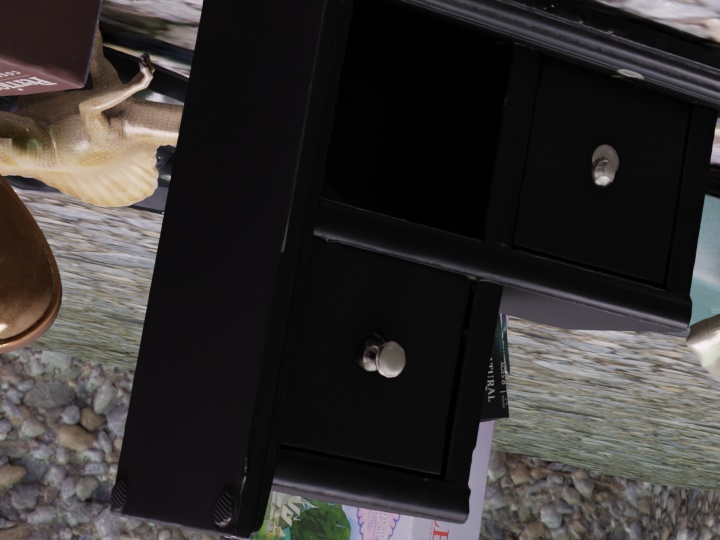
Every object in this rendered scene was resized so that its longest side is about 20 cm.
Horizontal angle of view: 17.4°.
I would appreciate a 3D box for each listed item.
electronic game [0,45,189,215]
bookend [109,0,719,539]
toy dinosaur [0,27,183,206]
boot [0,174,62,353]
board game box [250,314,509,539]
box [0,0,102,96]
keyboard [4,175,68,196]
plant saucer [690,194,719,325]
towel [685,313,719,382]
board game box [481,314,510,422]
[{"bbox_3d":[-0.123,-0.070,1.083,0.199,0.042,0.200,15,167,3],"label":"electronic game"},{"bbox_3d":[0.034,0.006,0.824,0.198,0.202,0.092,15,172,-30],"label":"bookend"},{"bbox_3d":[-0.131,-0.059,0.966,0.199,0.058,0.101,-7,138,31],"label":"toy dinosaur"},{"bbox_3d":[-0.192,-0.051,0.918,0.200,0.074,0.076,48,161,7],"label":"boot"},{"bbox_3d":[0.003,0.045,1.179,0.041,0.202,0.199,11,172,-29],"label":"board game box"},{"bbox_3d":[-0.185,-0.111,0.725,0.199,0.076,0.100,13,172,-38],"label":"box"},{"bbox_3d":[-0.161,-0.051,1.230,0.056,0.011,0.200,31,-171,14],"label":"keyboard"},{"bbox_3d":[0.192,0.014,1.120,0.199,0.036,0.200,25,173,3],"label":"plant saucer"},{"bbox_3d":[0.272,0.045,1.032,0.199,0.035,0.192,-24,138,34],"label":"towel"},{"bbox_3d":[0.000,0.000,1.096,0.028,0.136,0.200,-6,-178,-30],"label":"board game box"}]
